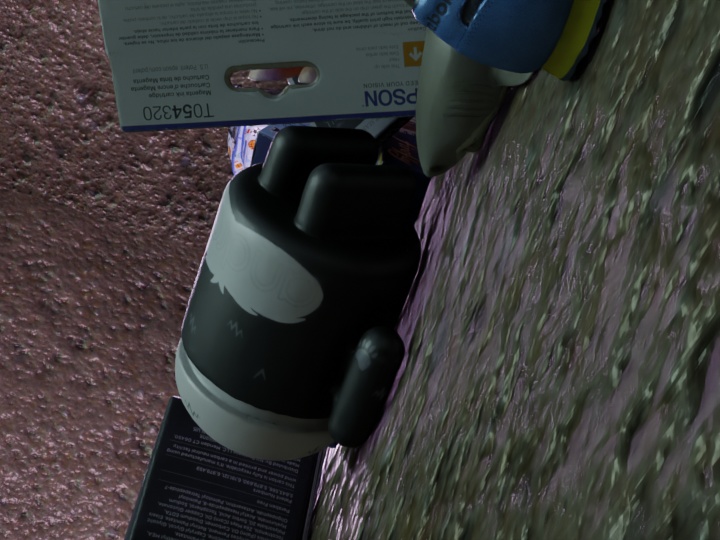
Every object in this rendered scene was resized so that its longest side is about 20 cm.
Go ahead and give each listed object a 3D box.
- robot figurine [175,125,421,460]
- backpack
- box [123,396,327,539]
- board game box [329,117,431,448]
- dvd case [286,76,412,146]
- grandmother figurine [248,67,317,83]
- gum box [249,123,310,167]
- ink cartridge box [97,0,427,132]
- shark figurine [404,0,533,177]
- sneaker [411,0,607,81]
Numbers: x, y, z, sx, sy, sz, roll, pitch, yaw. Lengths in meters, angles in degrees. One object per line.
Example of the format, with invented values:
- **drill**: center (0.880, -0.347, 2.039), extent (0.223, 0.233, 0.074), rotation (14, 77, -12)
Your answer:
- **robot figurine**: center (-0.036, 0.016, 0.780), extent (0.151, 0.123, 0.202), rotation (-79, 9, -63)
- **backpack**: center (-0.176, -0.254, 2.618), extent (0.155, 0.197, 0.192), rotation (-98, 19, -45)
- **box**: center (-0.117, 0.233, 0.942), extent (0.201, 0.122, 0.198), rotation (115, 168, -52)
- **board game box**: center (0.000, 0.000, 0.905), extent (0.136, 0.034, 0.202), rotation (-87, 15, -67)
- **dvd case**: center (-0.016, -0.181, 0.810), extent (0.150, 0.025, 0.202), rotation (-36, 77, 50)
- **grandmother figurine**: center (-0.043, -0.214, 0.767), extent (0.061, 0.120, 0.203), rotation (-45, -43, -65)
- **gum box**: center (-0.034, -0.043, 0.964), extent (0.200, 0.044, 0.172), rotation (-41, -27, -59)
- **ink cartridge box**: center (-0.053, -0.183, 0.725), extent (0.043, 0.193, 0.203), rotation (-63, -31, -66)
- **shark figurine**: center (0.052, -0.162, 0.642), extent (0.128, 0.088, 0.217), rotation (160, 124, -81)
- **sneaker**: center (0.072, -0.175, 0.533), extent (0.066, 0.077, 0.202), rotation (119, 168, -71)
